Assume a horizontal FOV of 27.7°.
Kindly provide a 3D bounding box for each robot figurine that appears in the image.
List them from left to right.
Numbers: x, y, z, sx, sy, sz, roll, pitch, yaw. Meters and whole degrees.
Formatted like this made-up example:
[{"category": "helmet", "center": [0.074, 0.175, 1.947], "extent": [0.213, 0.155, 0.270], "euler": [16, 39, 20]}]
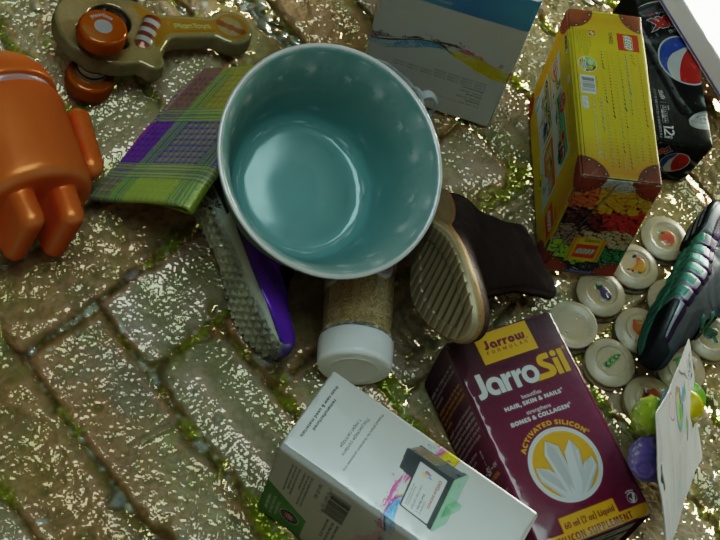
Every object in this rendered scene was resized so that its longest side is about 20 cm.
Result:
[{"category": "robot figurine", "center": [-0.309, -0.109, 1.289], "extent": [0.143, 0.117, 0.201], "euler": [-24, 68, -3]}]

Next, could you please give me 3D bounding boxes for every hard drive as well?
[{"category": "hard drive", "center": [0.405, -0.258, 1.534], "extent": [0.199, 0.025, 0.133], "euler": [-22, 79, -42]}]

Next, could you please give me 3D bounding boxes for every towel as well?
[{"category": "towel", "center": [-0.146, -0.125, 1.343], "extent": [0.143, 0.023, 0.201], "euler": [5, 47, 41]}]

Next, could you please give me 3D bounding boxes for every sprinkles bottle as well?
[{"category": "sprinkles bottle", "center": [0.000, 0.000, 1.326], "extent": [0.067, 0.068, 0.202], "euler": [8, 60, -8]}]

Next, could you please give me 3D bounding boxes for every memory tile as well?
[{"category": "memory tile", "center": [0.282, 0.045, 1.394], "extent": [0.153, 0.017, 0.200], "euler": [44, 62, 13]}]

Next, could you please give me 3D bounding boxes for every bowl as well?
[{"category": "bowl", "center": [-0.040, -0.081, 1.255], "extent": [0.199, 0.105, 0.203], "euler": [5, 76, -20]}]

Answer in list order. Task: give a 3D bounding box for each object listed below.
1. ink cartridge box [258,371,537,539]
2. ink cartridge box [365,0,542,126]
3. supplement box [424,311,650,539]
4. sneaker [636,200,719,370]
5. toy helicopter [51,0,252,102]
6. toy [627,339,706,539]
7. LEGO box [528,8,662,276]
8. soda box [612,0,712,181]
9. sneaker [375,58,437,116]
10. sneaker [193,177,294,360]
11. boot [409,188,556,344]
[{"category": "ink cartridge box", "center": [0.026, 0.194, 1.181], "extent": [0.199, 0.145, 0.084], "euler": [34, 60, 7]}, {"category": "ink cartridge box", "center": [0.095, -0.270, 1.417], "extent": [0.145, 0.201, 0.148], "euler": [17, 59, -1]}, {"category": "supplement box", "center": [0.150, 0.152, 1.266], "extent": [0.109, 0.086, 0.201], "euler": [-16, 66, -20]}, {"category": "sneaker", "center": [0.329, 0.025, 1.366], "extent": [0.087, 0.075, 0.201], "euler": [32, 59, 1]}, {"category": "toy helicopter", "center": [-0.202, -0.238, 1.422], "extent": [0.198, 0.079, 0.133], "euler": [-3, 53, -26]}, {"category": "toy", "center": [0.256, 0.143, 1.246], "extent": [0.047, 0.116, 0.200], "euler": [-3, 14, 25]}, {"category": "LEGO box", "center": [0.217, -0.121, 1.384], "extent": [0.076, 0.149, 0.202], "euler": [5, 57, -7]}, {"category": "soda box", "center": [0.305, -0.195, 1.497], "extent": [0.063, 0.071, 0.202], "euler": [6, 61, -15]}, {"category": "sneaker", "center": [-0.024, -0.149, 1.374], "extent": [0.198, 0.115, 0.076], "euler": [9, 60, -7]}, {"category": "sneaker", "center": [-0.080, -0.020, 1.319], "extent": [0.099, 0.070, 0.202], "euler": [-14, 66, -22]}, {"category": "boot", "center": [0.116, 0.001, 1.298], "extent": [0.165, 0.073, 0.201], "euler": [16, 33, -33]}]
